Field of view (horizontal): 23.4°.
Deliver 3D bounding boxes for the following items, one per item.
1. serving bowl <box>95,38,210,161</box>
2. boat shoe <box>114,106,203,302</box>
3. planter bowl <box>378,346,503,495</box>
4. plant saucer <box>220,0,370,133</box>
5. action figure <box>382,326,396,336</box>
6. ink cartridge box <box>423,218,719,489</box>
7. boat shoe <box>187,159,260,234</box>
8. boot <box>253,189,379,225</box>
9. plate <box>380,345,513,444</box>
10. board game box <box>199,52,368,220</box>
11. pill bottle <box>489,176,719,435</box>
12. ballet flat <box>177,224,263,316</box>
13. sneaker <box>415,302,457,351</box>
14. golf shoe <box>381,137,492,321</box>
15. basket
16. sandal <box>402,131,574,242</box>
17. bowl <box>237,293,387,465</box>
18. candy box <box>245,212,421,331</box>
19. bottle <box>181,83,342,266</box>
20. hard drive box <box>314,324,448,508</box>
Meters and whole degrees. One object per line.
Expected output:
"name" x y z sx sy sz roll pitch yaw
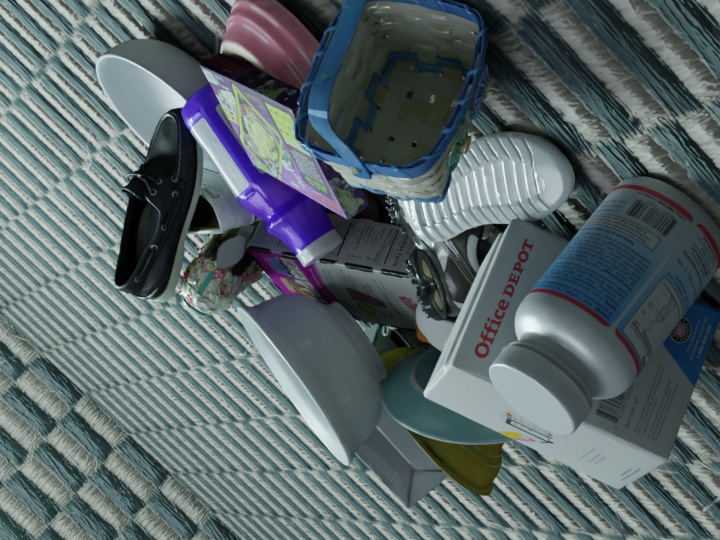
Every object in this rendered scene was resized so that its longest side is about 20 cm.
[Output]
"serving bowl" -0.186 -0.176 1.848 0.200 0.066 0.200 35 159 15
"boat shoe" -0.211 -0.068 1.748 0.066 0.200 0.074 5 -167 -40
"planter bowl" 0.108 0.142 1.905 0.200 0.083 0.200 45 -166 -15
"plant saucer" -0.067 -0.162 1.615 0.201 0.051 0.201 48 163 19
"action figure" 0.016 0.038 1.934 0.118 0.055 0.200 28 165 -26
"ink cartridge box" 0.180 0.074 1.510 0.200 0.147 0.145 25 162 0
"boat shoe" -0.179 -0.065 1.817 0.202 0.086 0.075 15 128 56
"boot" -0.073 -0.076 1.854 0.186 0.064 0.200 27 164 0
"plate" 0.119 0.111 1.739 0.200 0.200 0.026 23 126 42
"board game box" -0.071 -0.124 1.562 0.200 0.032 0.120 32 150 56
"pill bottle" 0.193 0.029 1.375 0.109 0.200 0.109 36 160 15
"ballet flat" -0.132 -0.015 1.820 0.076 0.064 0.200 31 -154 -4
"sneaker" 0.148 0.076 1.709 0.200 0.073 0.085 25 145 6
"golf shoe" 0.073 -0.056 1.632 0.078 0.094 0.200 -91 -18 -76
"basket" 0.023 -0.155 1.355 0.139 0.177 0.200 12 163 27
"sandal" 0.113 -0.079 1.519 0.202 0.050 0.083 -14 104 48
"bowl" -0.035 0.096 1.795 0.201 0.090 0.201 53 170 14
"candy box" 0.000 0.000 1.792 0.200 0.061 0.136 11 156 28
"bottle" -0.093 -0.098 1.716 0.065 0.083 0.200 -38 86 41
"hard drive box" 0.037 0.159 1.975 0.156 0.077 0.200 48 -166 -7
